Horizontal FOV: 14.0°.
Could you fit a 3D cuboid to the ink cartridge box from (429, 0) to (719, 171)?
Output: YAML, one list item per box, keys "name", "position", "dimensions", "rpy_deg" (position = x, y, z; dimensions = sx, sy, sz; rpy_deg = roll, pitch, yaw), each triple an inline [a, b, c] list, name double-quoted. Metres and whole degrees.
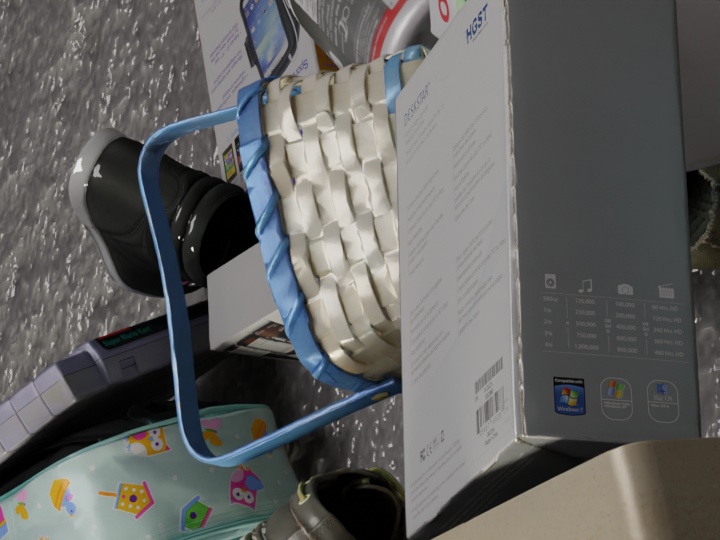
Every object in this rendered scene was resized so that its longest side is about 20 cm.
- name: "ink cartridge box"
  position: [0.132, -0.155, 1.323]
  dimensions: [0.200, 0.145, 0.147]
  rpy_deg: [-137, 37, -56]

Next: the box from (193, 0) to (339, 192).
- name: "box"
  position: [-0.047, -0.127, 1.763]
  dimensions: [0.119, 0.041, 0.201]
  rpy_deg: [-44, 48, 45]

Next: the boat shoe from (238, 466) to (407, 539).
- name: "boat shoe"
  position: [-0.003, 0.136, 1.500]
  dimensions: [0.060, 0.202, 0.072]
  rpy_deg: [-43, 79, 15]

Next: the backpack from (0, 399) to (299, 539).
- name: "backpack"
  position: [-0.123, 0.157, 1.674]
  dimensions: [0.200, 0.175, 0.154]
  rpy_deg: [-43, 63, 47]

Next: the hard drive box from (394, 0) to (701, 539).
- name: "hard drive box"
  position: [0.071, -0.004, 1.186]
  dimensions: [0.156, 0.076, 0.201]
  rpy_deg: [130, 141, -66]

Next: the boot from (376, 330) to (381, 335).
- name: "boot"
  position: [0.056, 0.110, 1.484]
  dimensions: [0.200, 0.072, 0.167]
  rpy_deg: [3, 85, 61]

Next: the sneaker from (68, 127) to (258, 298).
- name: "sneaker"
  position: [-0.099, -0.012, 1.736]
  dimensions: [0.099, 0.200, 0.071]
  rpy_deg: [28, 79, 21]

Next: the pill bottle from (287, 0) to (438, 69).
- name: "pill bottle"
  position: [0.026, -0.150, 1.572]
  dimensions: [0.200, 0.113, 0.114]
  rpy_deg: [51, 124, 53]

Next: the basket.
- name: "basket"
  position: [-0.015, -0.011, 1.431]
  dimensions: [0.199, 0.139, 0.177]
  rpy_deg: [-17, 74, 24]

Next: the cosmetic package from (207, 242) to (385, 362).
- name: "cosmetic package"
  position: [0.000, 0.000, 1.603]
  dimensions: [0.200, 0.082, 0.051]
  rpy_deg: [-31, 58, 53]

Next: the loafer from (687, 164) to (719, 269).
- name: "loafer"
  position: [0.140, -0.038, 1.389]
  dimensions: [0.200, 0.069, 0.076]
  rpy_deg: [11, 90, 59]

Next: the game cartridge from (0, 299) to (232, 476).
- name: "game cartridge"
  position: [-0.153, 0.070, 1.715]
  dimensions: [0.130, 0.200, 0.038]
  rpy_deg: [-41, 79, 30]

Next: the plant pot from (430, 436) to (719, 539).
- name: "plant pot"
  position: [0.141, 0.177, 1.152]
  dimensions: [0.200, 0.199, 0.178]
  rpy_deg: [-33, 64, 51]
